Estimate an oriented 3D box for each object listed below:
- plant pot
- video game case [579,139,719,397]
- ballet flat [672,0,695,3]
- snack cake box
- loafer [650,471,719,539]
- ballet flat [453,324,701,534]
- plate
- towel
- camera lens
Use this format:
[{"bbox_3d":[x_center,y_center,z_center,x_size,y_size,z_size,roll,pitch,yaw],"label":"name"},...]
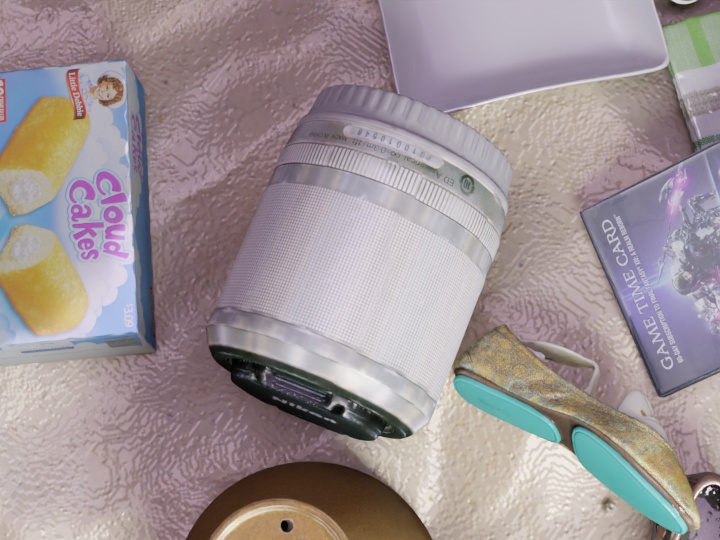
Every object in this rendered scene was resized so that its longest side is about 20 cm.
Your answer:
[{"bbox_3d":[-0.039,0.197,0.963,0.184,0.200,0.188,-1,75,3],"label":"plant pot"},{"bbox_3d":[0.264,-0.020,1.055,0.199,0.019,0.144,-27,74,21],"label":"video game case"},{"bbox_3d":[0.220,-0.295,1.137,0.069,0.069,0.202,-8,99,2],"label":"ballet flat"},{"bbox_3d":[-0.209,-0.040,1.104,0.114,0.067,0.202,-6,75,3],"label":"snack cake box"},{"bbox_3d":[0.209,0.228,1.008,0.071,0.063,0.202,8,76,5],"label":"loafer"},{"bbox_3d":[0.151,0.095,1.028,0.199,0.071,0.071,31,79,31],"label":"ballet flat"},{"bbox_3d":[0.106,-0.216,1.142,0.198,0.032,0.201,-12,76,-4],"label":"plate"},{"bbox_3d":[0.307,-0.099,1.110,0.148,0.031,0.202,-13,73,-2],"label":"towel"},{"bbox_3d":[0.000,0.000,1.031,0.159,0.160,0.201,21,78,9],"label":"camera lens"}]
